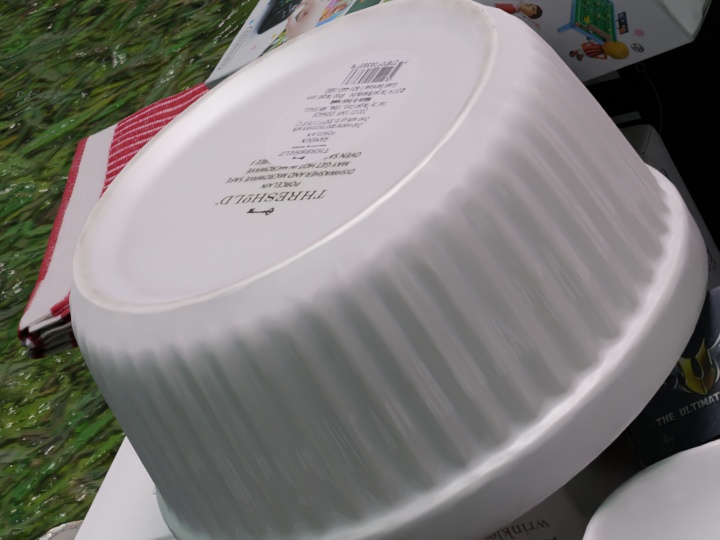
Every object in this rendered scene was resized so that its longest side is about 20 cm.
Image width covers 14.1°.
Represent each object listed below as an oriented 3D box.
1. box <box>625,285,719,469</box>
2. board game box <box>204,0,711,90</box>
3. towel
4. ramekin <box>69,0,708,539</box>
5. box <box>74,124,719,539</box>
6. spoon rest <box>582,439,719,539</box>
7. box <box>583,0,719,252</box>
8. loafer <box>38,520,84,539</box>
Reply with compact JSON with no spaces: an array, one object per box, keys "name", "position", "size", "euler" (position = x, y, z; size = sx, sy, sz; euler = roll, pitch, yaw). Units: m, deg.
[{"name":"box","position":[0.199,0.015,0.958],"size":[0.200,0.158,0.051],"euler":[-25,70,23]},{"name":"board game box","position":[0.054,-0.122,1.040],"size":[0.200,0.064,0.148],"euler":[-19,33,46]},{"name":"towel","position":[-0.041,-0.045,1.148],"size":[0.200,0.023,0.144],"euler":[-21,33,24]},{"name":"ramekin","position":[0.000,0.000,0.938],"size":[0.200,0.105,0.200],"euler":[-27,25,14]},{"name":"box","position":[0.029,0.073,1.058],"size":[0.200,0.131,0.199],"euler":[-15,30,27]},{"name":"spoon rest","position":[0.156,0.073,0.888],"size":[0.200,0.061,0.099],"euler":[-22,46,-29]},{"name":"box","position":[0.138,-0.084,1.198],"size":[0.200,0.149,0.124],"euler":[-14,31,30]},{"name":"loafer","position":[-0.134,0.158,1.149],"size":[0.072,0.063,0.200],"euler":[-19,29,21]}]
